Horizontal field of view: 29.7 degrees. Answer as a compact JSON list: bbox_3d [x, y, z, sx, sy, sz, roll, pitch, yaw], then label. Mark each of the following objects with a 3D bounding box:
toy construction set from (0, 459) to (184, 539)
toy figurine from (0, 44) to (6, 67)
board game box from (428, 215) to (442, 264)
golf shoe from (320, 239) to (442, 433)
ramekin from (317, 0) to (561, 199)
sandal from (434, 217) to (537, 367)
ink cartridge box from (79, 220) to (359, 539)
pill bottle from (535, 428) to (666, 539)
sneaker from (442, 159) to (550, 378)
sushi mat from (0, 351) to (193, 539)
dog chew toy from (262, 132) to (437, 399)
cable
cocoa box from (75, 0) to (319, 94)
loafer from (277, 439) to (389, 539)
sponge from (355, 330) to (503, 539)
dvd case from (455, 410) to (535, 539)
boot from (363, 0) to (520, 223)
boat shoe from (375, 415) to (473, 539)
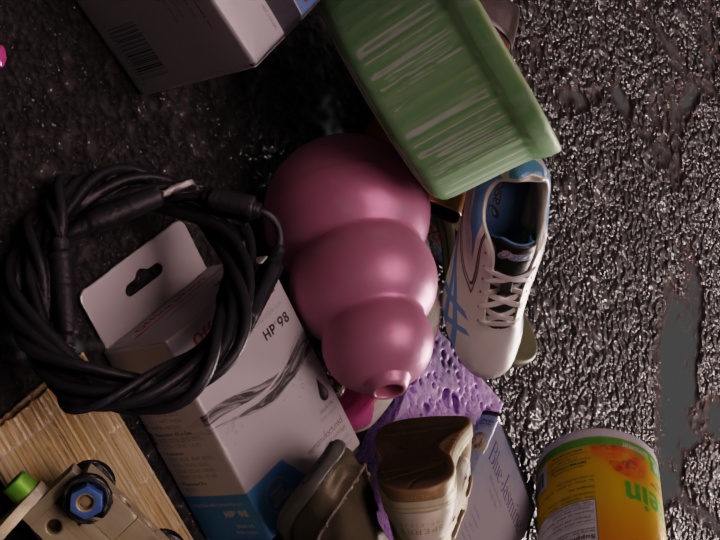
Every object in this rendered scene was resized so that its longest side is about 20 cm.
[{"bbox_3d":[-0.172,0.193,0.806,0.131,0.092,0.200,-44,114,-2],"label":"toy construction set"},{"bbox_3d":[-0.271,-0.104,0.679,0.200,0.184,0.150,4,79,-48],"label":"toy figurine"},{"bbox_3d":[0.084,-0.080,1.192,0.200,0.034,0.135,46,52,-33],"label":"board game box"},{"bbox_3d":[0.027,0.057,1.062,0.092,0.075,0.200,60,36,-36],"label":"golf shoe"},{"bbox_3d":[0.053,-0.148,0.974,0.200,0.098,0.200,57,9,-15],"label":"ramekin"},{"bbox_3d":[0.108,-0.013,1.136,0.080,0.057,0.201,-25,102,-48],"label":"sandal"},{"bbox_3d":[-0.093,0.072,0.934,0.116,0.067,0.200,-43,115,-43],"label":"ink cartridge box"},{"bbox_3d":[0.209,0.245,1.168,0.111,0.111,0.200,47,30,-32],"label":"pill bottle"},{"bbox_3d":[0.108,-0.001,1.067,0.072,0.072,0.200,1,113,-10],"label":"sneaker"},{"bbox_3d":[-0.164,0.161,0.877,0.096,0.012,0.200,-44,115,-43],"label":"sushi mat"},{"bbox_3d":[0.000,0.000,0.977,0.125,0.125,0.200,22,44,-44],"label":"dog chew toy"},{"bbox_3d":[-0.141,0.006,0.849,0.163,0.051,0.200,26,50,0],"label":"cable"},{"bbox_3d":[-0.125,-0.241,0.903,0.131,0.133,0.200,-51,119,-33],"label":"cocoa box"},{"bbox_3d":[-0.006,0.184,0.936,0.075,0.070,0.200,-53,158,-25],"label":"loafer"},{"bbox_3d":[0.048,0.156,1.108,0.112,0.030,0.200,49,49,-31],"label":"sponge"},{"bbox_3d":[0.093,0.236,1.122,0.200,0.018,0.143,-62,143,-35],"label":"dvd case"},{"bbox_3d":[0.022,-0.157,1.101,0.188,0.068,0.200,26,72,-20],"label":"boot"},{"bbox_3d":[0.048,0.155,0.993,0.200,0.072,0.065,-62,145,-79],"label":"boat shoe"}]
